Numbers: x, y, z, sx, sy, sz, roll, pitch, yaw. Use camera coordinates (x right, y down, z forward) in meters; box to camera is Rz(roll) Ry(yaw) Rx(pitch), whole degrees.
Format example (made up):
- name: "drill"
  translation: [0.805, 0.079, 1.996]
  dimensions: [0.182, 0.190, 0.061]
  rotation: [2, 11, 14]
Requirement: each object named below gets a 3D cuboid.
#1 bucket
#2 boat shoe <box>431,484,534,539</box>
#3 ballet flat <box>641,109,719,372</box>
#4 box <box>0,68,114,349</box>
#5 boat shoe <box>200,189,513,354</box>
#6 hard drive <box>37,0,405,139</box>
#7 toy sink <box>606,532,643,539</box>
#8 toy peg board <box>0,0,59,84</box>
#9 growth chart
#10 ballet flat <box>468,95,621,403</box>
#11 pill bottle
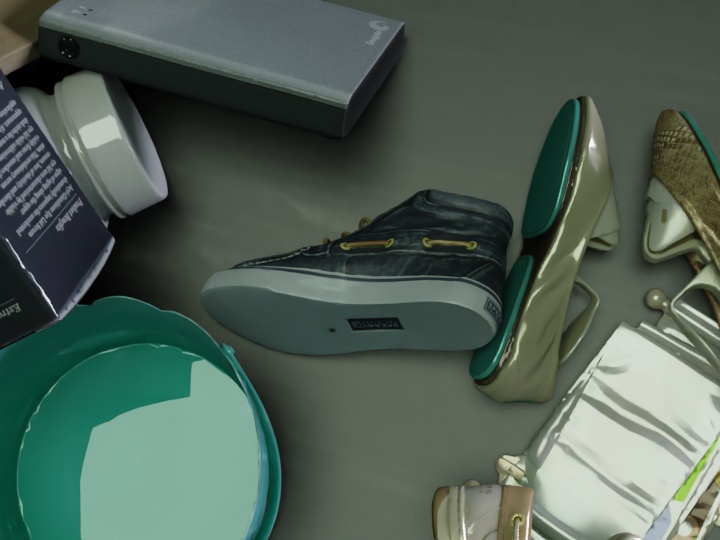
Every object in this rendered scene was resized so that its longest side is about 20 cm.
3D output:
- name: "bucket"
  translation: [-0.147, 0.123, 0.813]
  dimensions: [0.206, 0.135, 0.208]
  rotation: [-1, 80, 5]
- name: "boat shoe"
  translation: [0.086, 0.218, 0.754]
  dimensions: [0.069, 0.074, 0.201]
  rotation: [-10, 78, 7]
- name: "ballet flat"
  translation: [0.212, -0.005, 0.823]
  dimensions: [0.065, 0.071, 0.201]
  rotation: [-24, 71, 0]
- name: "box"
  translation: [-0.256, -0.045, 0.727]
  dimensions: [0.147, 0.104, 0.201]
  rotation: [-24, 110, 18]
- name: "boat shoe"
  translation: [0.000, 0.000, 0.859]
  dimensions: [0.199, 0.071, 0.091]
  rotation: [2, 52, 20]
- name: "hard drive"
  translation: [-0.083, -0.147, 0.855]
  dimensions: [0.199, 0.140, 0.033]
  rotation: [17, 123, 8]
- name: "toy sink"
  translation: [0.178, 0.256, 0.695]
  dimensions: [0.130, 0.112, 0.200]
  rotation: [-39, 103, -19]
- name: "toy peg board"
  translation: [-0.298, -0.163, 0.861]
  dimensions: [0.199, 0.200, 0.098]
  rotation: [31, 118, 1]
- name: "growth chart"
  translation: [0.180, 0.114, 0.842]
  dimensions: [0.145, 0.018, 0.200]
  rotation: [42, 88, 10]
- name: "ballet flat"
  translation: [0.128, -0.009, 0.848]
  dimensions: [0.069, 0.069, 0.201]
  rotation: [20, 86, 9]
- name: "pill bottle"
  translation: [-0.233, -0.048, 0.860]
  dimensions: [0.199, 0.114, 0.115]
  rotation: [-25, 80, 3]
